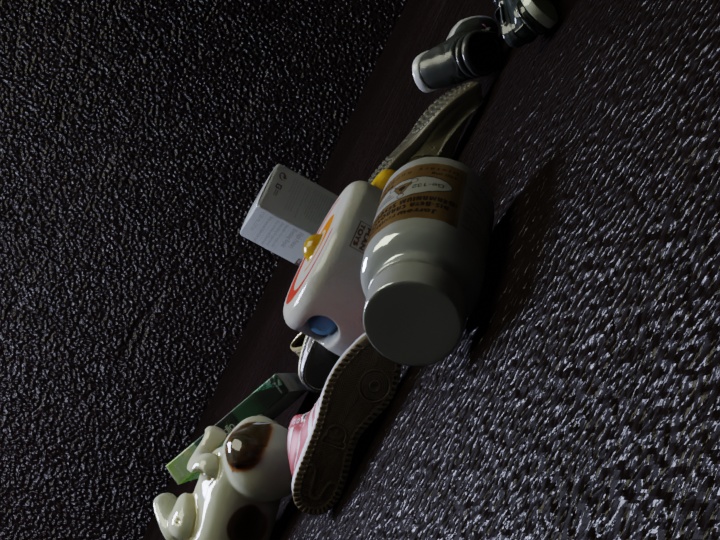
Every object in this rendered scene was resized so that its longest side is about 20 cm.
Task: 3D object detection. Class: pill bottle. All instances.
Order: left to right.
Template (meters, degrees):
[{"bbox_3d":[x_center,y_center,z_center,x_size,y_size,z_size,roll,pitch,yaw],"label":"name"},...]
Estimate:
[{"bbox_3d":[0.059,-0.008,1.257,0.115,0.113,0.201,-57,9,33],"label":"pill bottle"}]

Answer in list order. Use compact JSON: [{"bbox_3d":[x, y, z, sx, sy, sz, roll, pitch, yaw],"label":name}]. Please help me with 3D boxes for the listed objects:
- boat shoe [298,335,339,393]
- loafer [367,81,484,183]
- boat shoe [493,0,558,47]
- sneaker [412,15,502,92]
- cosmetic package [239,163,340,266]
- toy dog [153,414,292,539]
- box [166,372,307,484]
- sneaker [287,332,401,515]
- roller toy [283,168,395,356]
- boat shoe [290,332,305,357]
[{"bbox_3d":[-0.015,0.063,1.681,0.201,0.071,0.065,-56,2,8],"label":"boat shoe"},{"bbox_3d":[0.092,-0.157,1.763,0.200,0.067,0.076,-46,13,6],"label":"loafer"},{"bbox_3d":[0.186,-0.311,1.616,0.066,0.074,0.200,-46,23,22],"label":"boat shoe"},{"bbox_3d":[0.158,-0.292,1.813,0.098,0.072,0.200,-8,21,39],"label":"sneaker"},{"bbox_3d":[-0.046,-0.045,1.774,0.075,0.198,0.102,-65,8,-27],"label":"cosmetic package"},{"bbox_3d":[-0.144,0.261,1.627,0.201,0.138,0.195,-59,21,24],"label":"toy dog"},{"bbox_3d":[-0.168,0.217,1.907,0.200,0.036,0.144,-41,-9,3],"label":"box"},{"bbox_3d":[-0.022,0.145,1.435,0.202,0.070,0.112,-64,11,5],"label":"sneaker"},{"bbox_3d":[0.000,0.000,1.531,0.201,0.138,0.183,-58,9,23],"label":"roller toy"},{"bbox_3d":[-0.043,0.075,1.800,0.200,0.075,0.072,-52,12,52],"label":"boat shoe"}]
